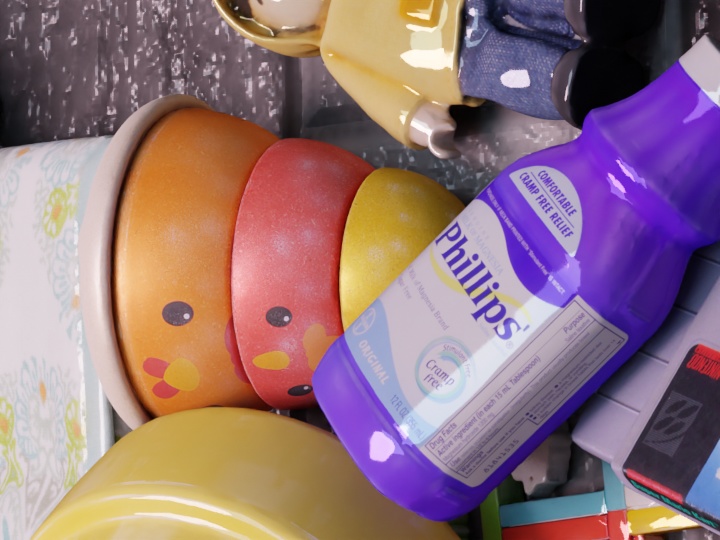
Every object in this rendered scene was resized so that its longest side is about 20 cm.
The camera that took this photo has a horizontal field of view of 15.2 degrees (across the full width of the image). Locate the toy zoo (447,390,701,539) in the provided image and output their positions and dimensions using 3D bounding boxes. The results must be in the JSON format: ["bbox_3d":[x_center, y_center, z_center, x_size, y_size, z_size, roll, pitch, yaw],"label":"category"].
[{"bbox_3d":[0.101,0.093,1.041,0.200,0.020,0.132,-12,79,38],"label":"toy zoo"}]

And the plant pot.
[{"bbox_3d":[-0.068,0.184,1.019,0.200,0.189,0.201,15,126,22],"label":"plant pot"}]

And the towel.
[{"bbox_3d":[-0.144,0.043,1.205,0.171,0.048,0.201,-2,86,53],"label":"towel"}]

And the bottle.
[{"bbox_3d":[0.073,0.000,0.986,0.200,0.065,0.084,-45,48,13],"label":"bottle"}]

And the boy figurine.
[{"bbox_3d":[0.025,-0.112,1.091,0.200,0.064,0.125,17,101,36],"label":"boy figurine"}]

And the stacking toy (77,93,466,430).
[{"bbox_3d":[0.000,0.000,1.081,0.199,0.146,0.147,0,87,24],"label":"stacking toy"}]

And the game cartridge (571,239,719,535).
[{"bbox_3d":[0.166,0.040,0.927,0.130,0.038,0.200,-56,36,-7],"label":"game cartridge"}]
